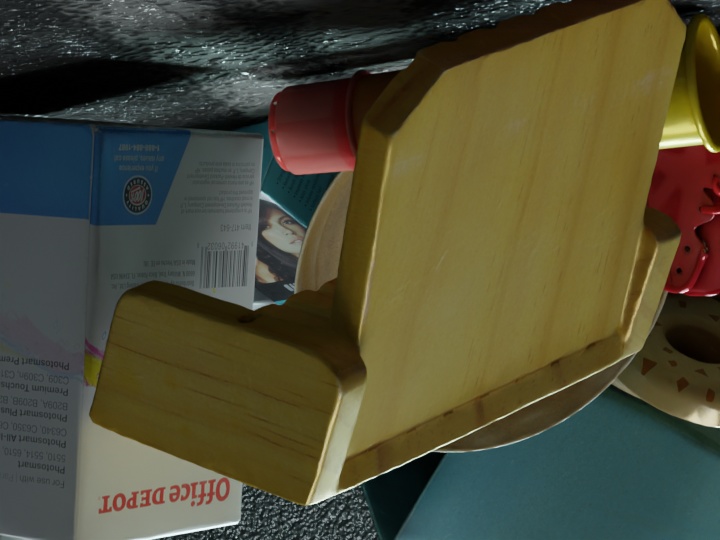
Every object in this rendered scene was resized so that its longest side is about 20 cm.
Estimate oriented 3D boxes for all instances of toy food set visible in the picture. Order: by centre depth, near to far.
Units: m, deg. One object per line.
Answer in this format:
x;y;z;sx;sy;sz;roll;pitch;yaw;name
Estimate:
0.176;0.002;1.615;0.200;0.198;0.049;-30;152;-40;toy food set

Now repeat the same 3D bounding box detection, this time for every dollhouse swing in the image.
0.011;-0.029;1.153;0.182;0.176;0.200;17;-151;42;dollhouse swing

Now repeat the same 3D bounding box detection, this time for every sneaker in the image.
0.184;-0.050;1.324;0.078;0.116;0.200;-5;176;-27;sneaker

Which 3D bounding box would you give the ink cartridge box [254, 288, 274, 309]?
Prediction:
-0.149;-0.008;1.639;0.200;0.088;0.145;-11;175;31;ink cartridge box

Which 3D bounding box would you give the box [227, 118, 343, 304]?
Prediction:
0.000;0.000;1.486;0.200;0.049;0.082;38;149;-30;box

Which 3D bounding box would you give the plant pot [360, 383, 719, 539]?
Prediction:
0.119;0.103;1.659;0.200;0.141;0.141;23;-160;-21;plant pot

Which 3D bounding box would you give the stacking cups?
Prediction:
0.056;-0.069;1.265;0.200;0.061;0.061;-6;177;19;stacking cups

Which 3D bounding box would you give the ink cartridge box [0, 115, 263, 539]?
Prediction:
-0.131;0.035;1.258;0.125;0.200;0.129;6;-177;31;ink cartridge box

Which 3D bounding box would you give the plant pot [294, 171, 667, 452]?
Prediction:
0.059;-0.004;1.437;0.200;0.200;0.027;-6;-154;-17;plant pot
